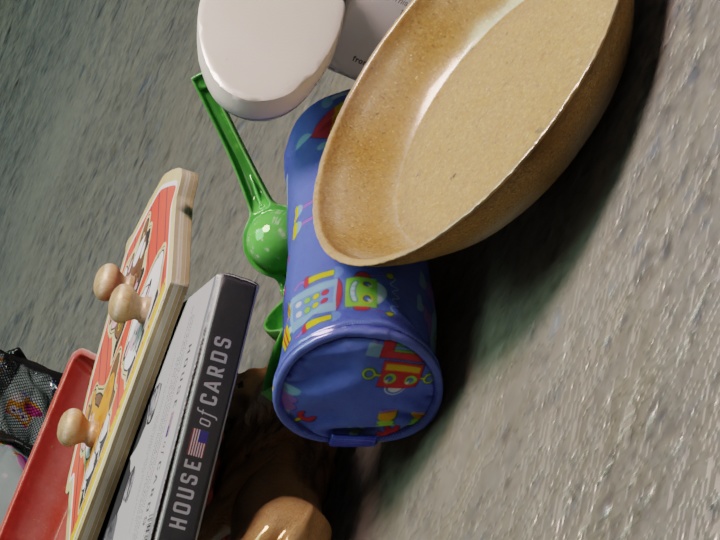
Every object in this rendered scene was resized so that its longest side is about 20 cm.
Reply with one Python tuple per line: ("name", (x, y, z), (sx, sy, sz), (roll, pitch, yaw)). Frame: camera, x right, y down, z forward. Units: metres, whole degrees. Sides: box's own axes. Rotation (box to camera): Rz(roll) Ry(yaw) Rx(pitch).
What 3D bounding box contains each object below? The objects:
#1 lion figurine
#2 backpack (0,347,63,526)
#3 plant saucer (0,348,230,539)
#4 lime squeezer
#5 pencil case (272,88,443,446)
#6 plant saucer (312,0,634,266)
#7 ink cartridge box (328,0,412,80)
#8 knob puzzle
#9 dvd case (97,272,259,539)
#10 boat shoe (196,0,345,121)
("lion figurine", (-0.043, 0.122, 1.403), (0.123, 0.072, 0.200), (-58, 22, 12))
("backpack", (-0.217, 0.169, 1.778), (0.176, 0.153, 0.200), (-59, 7, 36))
("plant saucer", (-0.127, 0.160, 1.595), (0.200, 0.037, 0.200), (20, 88, 53))
("lime squeezer", (-0.047, -0.005, 1.461), (0.038, 0.071, 0.201), (-38, 47, 30))
("pencil case", (0.000, 0.000, 1.405), (0.200, 0.078, 0.087), (-88, -1, -52))
("plant saucer", (0.058, -0.078, 1.327), (0.200, 0.035, 0.201), (-41, 28, 27))
("ink cartridge box", (0.045, -0.192, 1.512), (0.201, 0.084, 0.146), (-66, 15, 9))
("knob puzzle", (-0.128, 0.032, 1.545), (0.220, 0.030, 0.221), (-164, 90, -80))
("dvd case", (-0.095, 0.089, 1.436), (0.200, 0.025, 0.151), (148, 137, -74))
("boat shoe", (-0.047, -0.133, 1.477), (0.069, 0.072, 0.200), (95, 173, -45))
